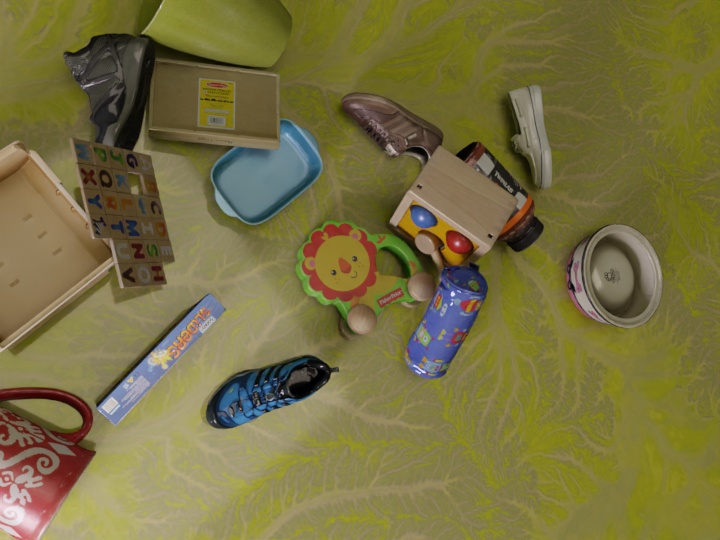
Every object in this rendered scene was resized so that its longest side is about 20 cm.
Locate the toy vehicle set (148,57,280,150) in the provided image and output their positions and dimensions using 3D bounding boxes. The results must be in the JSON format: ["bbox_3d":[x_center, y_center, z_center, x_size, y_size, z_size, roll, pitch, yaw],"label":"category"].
[{"bbox_3d":[-0.224,-0.257,1.019,0.198,0.027,0.126,3,71,-15],"label":"toy vehicle set"}]

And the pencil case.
[{"bbox_3d":[0.135,0.081,1.062,0.078,0.201,0.087,-10,44,-38],"label":"pencil case"}]

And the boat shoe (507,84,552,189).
[{"bbox_3d":[0.320,-0.251,1.262,0.066,0.074,0.202,-7,85,4],"label":"boat shoe"}]

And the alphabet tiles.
[{"bbox_3d":[-0.323,-0.076,0.917,0.007,0.167,0.202,-15,87,17],"label":"alphabet tiles"}]

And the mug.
[{"bbox_3d":[-0.454,0.230,0.836,0.199,0.178,0.134,33,107,-11],"label":"mug"}]

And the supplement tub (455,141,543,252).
[{"bbox_3d":[0.238,-0.126,1.177,0.200,0.107,0.107,44,68,-11],"label":"supplement tub"}]

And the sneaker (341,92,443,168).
[{"bbox_3d":[0.055,-0.239,1.136,0.198,0.070,0.076,19,76,-19],"label":"sneaker"}]

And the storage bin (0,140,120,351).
[{"bbox_3d":[-0.456,-0.033,0.873,0.198,0.094,0.200,-43,99,-22],"label":"storage bin"}]

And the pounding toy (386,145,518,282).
[{"bbox_3d":[0.144,-0.063,1.101,0.183,0.200,0.143,35,69,1],"label":"pounding toy"}]

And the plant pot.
[{"bbox_3d":[-0.211,-0.399,1.006,0.199,0.186,0.189,21,74,-34],"label":"plant pot"}]

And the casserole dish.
[{"bbox_3d":[-0.151,-0.155,1.053,0.200,0.039,0.121,-42,99,-24],"label":"casserole dish"}]

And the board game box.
[{"bbox_3d":[-0.276,0.120,0.903,0.034,0.135,0.200,45,69,-10],"label":"board game box"}]

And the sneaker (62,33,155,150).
[{"bbox_3d":[-0.376,-0.248,0.957,0.113,0.076,0.202,13,93,2],"label":"sneaker"}]

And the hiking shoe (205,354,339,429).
[{"bbox_3d":[-0.135,0.175,0.980,0.199,0.087,0.075,-24,91,-24],"label":"hiking shoe"}]

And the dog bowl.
[{"bbox_3d":[0.488,0.014,1.279,0.198,0.074,0.202,3,81,-22],"label":"dog bowl"}]

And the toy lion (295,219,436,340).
[{"bbox_3d":[0.000,0.000,1.086,0.199,0.069,0.193,-26,85,-24],"label":"toy lion"}]
